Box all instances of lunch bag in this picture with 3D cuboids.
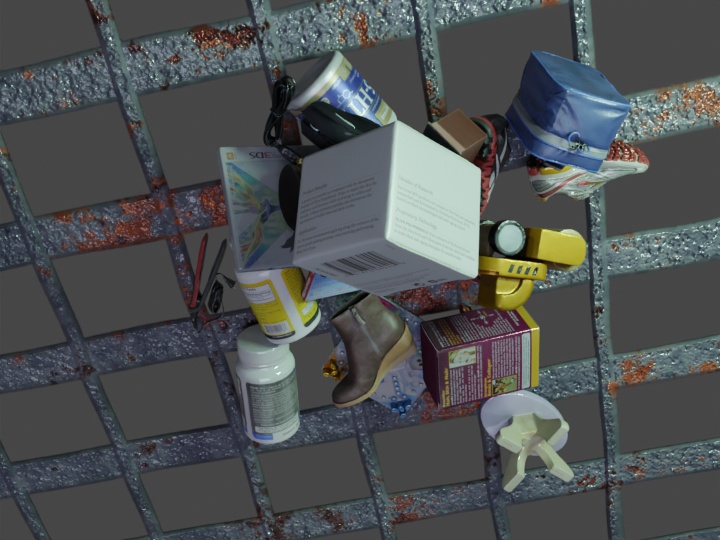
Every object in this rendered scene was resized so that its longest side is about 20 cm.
[{"bbox_3d":[0.313,-0.233,1.298,0.133,0.201,0.134,12,121,-14],"label":"lunch bag"}]

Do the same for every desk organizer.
[{"bbox_3d":[0.120,-0.154,1.348,0.072,0.077,0.201,45,142,15],"label":"desk organizer"}]

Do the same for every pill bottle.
[{"bbox_3d":[-0.173,0.209,1.575,0.111,0.114,0.203,-2,119,0],"label":"pill bottle"},{"bbox_3d":[-0.152,0.018,1.473,0.109,0.112,0.203,-18,118,9],"label":"pill bottle"},{"bbox_3d":[-0.012,-0.233,1.336,0.119,0.120,0.200,-39,113,18],"label":"pill bottle"}]

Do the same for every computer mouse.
[{"bbox_3d":[-0.060,-0.190,1.275,0.197,0.046,0.141,27,136,-4],"label":"computer mouse"}]

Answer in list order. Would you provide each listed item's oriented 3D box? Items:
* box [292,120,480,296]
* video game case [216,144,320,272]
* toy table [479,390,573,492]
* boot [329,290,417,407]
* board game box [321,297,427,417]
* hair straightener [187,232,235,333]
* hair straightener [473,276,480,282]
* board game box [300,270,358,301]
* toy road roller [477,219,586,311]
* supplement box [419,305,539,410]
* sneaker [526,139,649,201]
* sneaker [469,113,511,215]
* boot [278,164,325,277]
[{"bbox_3d":[0.039,-0.079,1.217,0.198,0.175,0.197,20,157,-41],"label":"box"},{"bbox_3d":[-0.127,-0.103,1.351,0.179,0.204,0.022,-5,166,-26],"label":"video game case"},{"bbox_3d":[0.326,0.328,1.647,0.197,0.118,0.186,19,117,-12],"label":"toy table"},{"bbox_3d":[-0.010,0.139,1.530,0.199,0.073,0.167,-39,119,6],"label":"boot"},{"bbox_3d":[0.056,0.168,1.607,0.198,0.026,0.201,29,114,-15],"label":"board game box"},{"bbox_3d":[-0.263,0.031,1.518,0.075,0.041,0.203,13,117,-8],"label":"hair straightener"},{"bbox_3d":[0.157,-0.065,1.477,0.199,0.041,0.077,37,86,-13],"label":"hair straightener"},{"bbox_3d":[0.000,0.000,1.449,0.197,0.020,0.103,-11,150,-26],"label":"board game box"},{"bbox_3d":[0.270,-0.004,1.426,0.196,0.123,0.149,7,92,-16],"label":"toy road roller"},{"bbox_3d":[0.216,0.152,1.537,0.196,0.104,0.133,-11,120,-11],"label":"supplement box"},{"bbox_3d":[0.379,-0.165,1.413,0.196,0.078,0.083,-7,123,13],"label":"sneaker"},{"bbox_3d":[0.201,-0.169,1.391,0.070,0.097,0.203,31,135,28],"label":"sneaker"},{"bbox_3d":[-0.022,-0.098,1.354,0.068,0.198,0.190,-42,76,43],"label":"boot"}]
